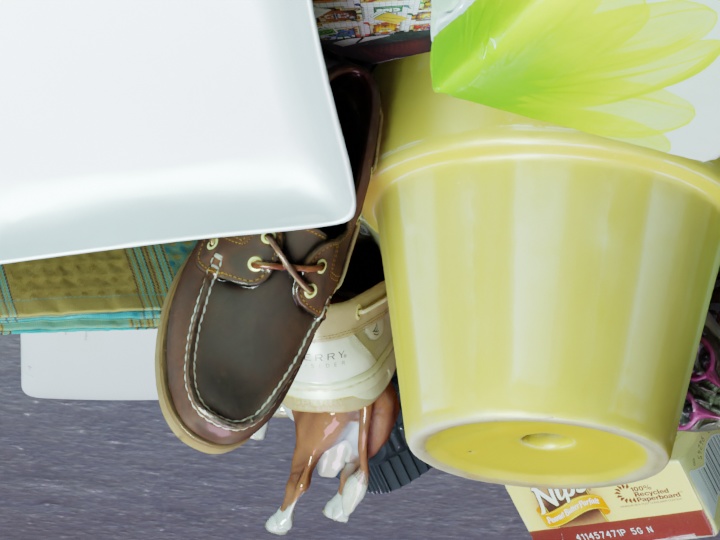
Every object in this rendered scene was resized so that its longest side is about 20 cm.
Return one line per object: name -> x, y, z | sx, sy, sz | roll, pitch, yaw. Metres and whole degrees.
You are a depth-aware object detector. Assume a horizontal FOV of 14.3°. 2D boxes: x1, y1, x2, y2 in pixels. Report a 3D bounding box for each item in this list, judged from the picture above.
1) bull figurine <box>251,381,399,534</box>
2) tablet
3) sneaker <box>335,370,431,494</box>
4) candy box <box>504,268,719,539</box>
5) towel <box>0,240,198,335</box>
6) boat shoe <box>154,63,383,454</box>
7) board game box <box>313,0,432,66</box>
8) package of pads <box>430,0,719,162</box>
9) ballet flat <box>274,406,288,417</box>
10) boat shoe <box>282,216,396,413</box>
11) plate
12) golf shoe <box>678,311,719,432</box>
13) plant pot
bull figurine -> -0.021, 0.060, 1.584 | 0.065, 0.122, 0.200 | 13, -159, -10
tablet -> -0.118, 0.017, 1.544 | 0.130, 0.014, 0.200 | 0, 148, -6
sneaker -> 0.060, 0.070, 1.744 | 0.200, 0.070, 0.082 | -21, -166, -20
candy box -> 0.175, 0.073, 1.605 | 0.115, 0.200, 0.055 | -10, 117, 36
towel -> -0.136, -0.028, 1.398 | 0.200, 0.147, 0.022 | -3, 141, -22
boat shoe -> -0.041, -0.011, 1.353 | 0.070, 0.200, 0.070 | 26, 150, -18
board game box -> 0.049, -0.135, 1.293 | 0.200, 0.023, 0.105 | -9, 154, 35
package of pads -> 0.143, -0.125, 1.186 | 0.154, 0.068, 0.200 | 13, 149, -30
ballet flat -> 0.026, 0.075, 1.809 | 0.200, 0.062, 0.067 | 7, -159, -9
boat shoe -> 0.000, 0.000, 1.512 | 0.074, 0.200, 0.069 | 0, 117, 10
plate -> -0.113, -0.098, 1.279 | 0.199, 0.032, 0.200 | -6, 125, 8
golf shoe -> 0.155, 0.025, 1.561 | 0.092, 0.073, 0.200 | 2, -156, -38
plant pot -> 0.094, 0.002, 1.420 | 0.200, 0.189, 0.201 | 3, 161, 1
